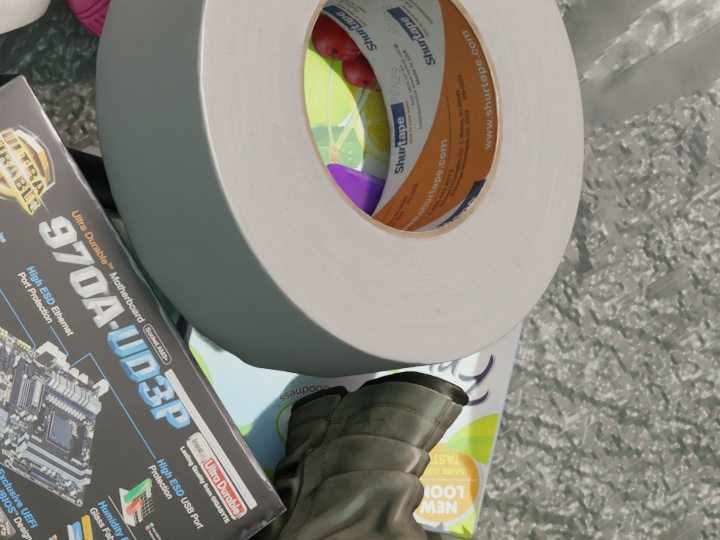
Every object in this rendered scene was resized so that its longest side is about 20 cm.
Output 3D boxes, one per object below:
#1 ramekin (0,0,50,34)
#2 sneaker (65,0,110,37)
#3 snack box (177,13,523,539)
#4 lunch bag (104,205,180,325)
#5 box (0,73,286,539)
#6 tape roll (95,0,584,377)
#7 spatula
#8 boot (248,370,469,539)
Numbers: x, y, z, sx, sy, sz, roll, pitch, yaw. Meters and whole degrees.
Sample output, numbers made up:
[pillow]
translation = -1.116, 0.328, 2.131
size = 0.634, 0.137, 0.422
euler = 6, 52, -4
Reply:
[ramekin]
translation = -0.206, -0.137, 1.075
size = 0.200, 0.200, 0.105
euler = -12, 103, -11
[sneaker]
translation = -0.044, -0.166, 1.158
size = 0.200, 0.088, 0.081
euler = -37, 128, -13
[snack box]
translation = 0.000, 0.000, 1.187
size = 0.142, 0.053, 0.200
euler = 14, 88, -10
[lunch bag]
translation = -0.177, 0.050, 1.121
size = 0.170, 0.122, 0.200
euler = 27, 81, -12
[box]
translation = -0.144, 0.052, 1.040
size = 0.159, 0.046, 0.200
euler = -35, 104, -17
[tape roll]
translation = -0.004, -0.060, 1.078
size = 0.200, 0.066, 0.201
euler = 8, 79, -42
[spatula]
translation = -0.055, -0.025, 1.110
size = 0.200, 0.021, 0.057
euler = 11, 65, -23
[boot]
translation = 0.010, 0.094, 1.055
size = 0.068, 0.200, 0.131
euler = 33, 69, -28
